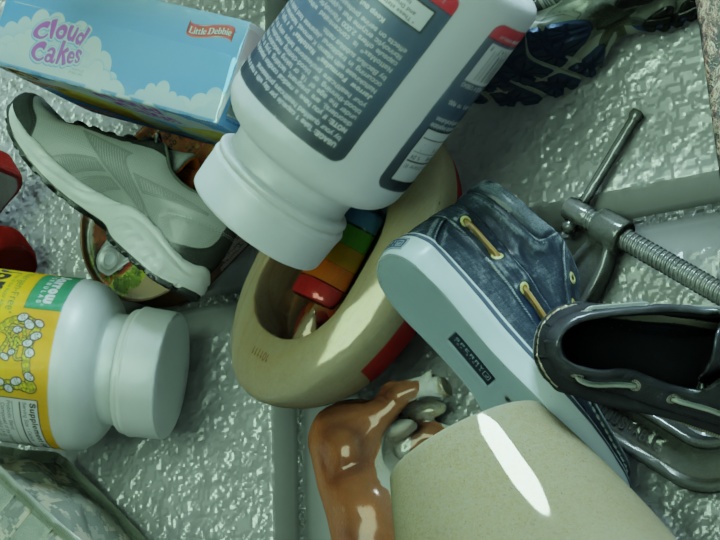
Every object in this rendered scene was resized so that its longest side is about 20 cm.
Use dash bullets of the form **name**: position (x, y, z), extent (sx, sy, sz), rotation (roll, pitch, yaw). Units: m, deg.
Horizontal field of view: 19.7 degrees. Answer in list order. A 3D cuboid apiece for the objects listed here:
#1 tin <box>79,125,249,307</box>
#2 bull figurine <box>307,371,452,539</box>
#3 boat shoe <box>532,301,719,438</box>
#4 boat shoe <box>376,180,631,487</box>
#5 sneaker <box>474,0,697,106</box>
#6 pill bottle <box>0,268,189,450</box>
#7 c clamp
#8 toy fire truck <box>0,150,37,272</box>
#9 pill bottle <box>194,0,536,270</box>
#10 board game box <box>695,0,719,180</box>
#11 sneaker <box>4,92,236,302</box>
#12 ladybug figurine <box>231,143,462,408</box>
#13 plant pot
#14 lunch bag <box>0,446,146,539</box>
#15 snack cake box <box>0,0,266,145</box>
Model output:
- **tin**: position (-0.104, -0.060, 1.379), extent (0.200, 0.042, 0.112), rotation (-44, 55, 15)
- **bull figurine**: position (0.027, 0.160, 1.225), extent (0.121, 0.065, 0.200), rotation (-26, 68, 20)
- **boat shoe**: position (0.192, 0.054, 1.103), extent (0.200, 0.063, 0.073), rotation (9, 86, 3)
- **boat shoe**: position (0.105, 0.042, 1.181), extent (0.200, 0.091, 0.071), rotation (51, 151, 0)
- **sneaker**: position (0.126, -0.167, 1.249), extent (0.200, 0.077, 0.085), rotation (-23, 56, 18)
- **pill bottle**: position (-0.218, 0.057, 1.351), extent (0.200, 0.113, 0.113), rotation (7, 81, 11)
- **c clamp**: position (0.177, 0.024, 1.186), extent (0.200, 0.027, 0.171), rotation (39, 99, 33)
- **toy fire truck**: position (-0.334, -0.015, 1.432), extent (0.200, 0.168, 0.112), rotation (-46, 59, 14)
- **pill bottle**: position (-0.004, -0.105, 1.185), extent (0.200, 0.120, 0.120), rotation (-52, 57, 15)
- **board game box**: position (0.275, -0.107, 1.106), extent (0.159, 0.097, 0.200), rotation (-13, 76, 29)
- **sneaker**: position (-0.153, -0.061, 1.353), extent (0.200, 0.074, 0.079), rotation (38, 90, 27)
- **ladybug figurine**: position (0.000, 0.000, 1.264), extent (0.136, 0.072, 0.200), rotation (29, 85, 50)
- **plant pot**: position (0.098, 0.176, 1.087), extent (0.187, 0.187, 0.200), rotation (-34, 69, 21)
- **lunch bag**: position (-0.202, 0.233, 1.320), extent (0.200, 0.118, 0.164), rotation (38, 99, 27)
- **snack cake box**: position (-0.124, -0.127, 1.317), extent (0.200, 0.115, 0.067), rotation (17, 87, 34)
